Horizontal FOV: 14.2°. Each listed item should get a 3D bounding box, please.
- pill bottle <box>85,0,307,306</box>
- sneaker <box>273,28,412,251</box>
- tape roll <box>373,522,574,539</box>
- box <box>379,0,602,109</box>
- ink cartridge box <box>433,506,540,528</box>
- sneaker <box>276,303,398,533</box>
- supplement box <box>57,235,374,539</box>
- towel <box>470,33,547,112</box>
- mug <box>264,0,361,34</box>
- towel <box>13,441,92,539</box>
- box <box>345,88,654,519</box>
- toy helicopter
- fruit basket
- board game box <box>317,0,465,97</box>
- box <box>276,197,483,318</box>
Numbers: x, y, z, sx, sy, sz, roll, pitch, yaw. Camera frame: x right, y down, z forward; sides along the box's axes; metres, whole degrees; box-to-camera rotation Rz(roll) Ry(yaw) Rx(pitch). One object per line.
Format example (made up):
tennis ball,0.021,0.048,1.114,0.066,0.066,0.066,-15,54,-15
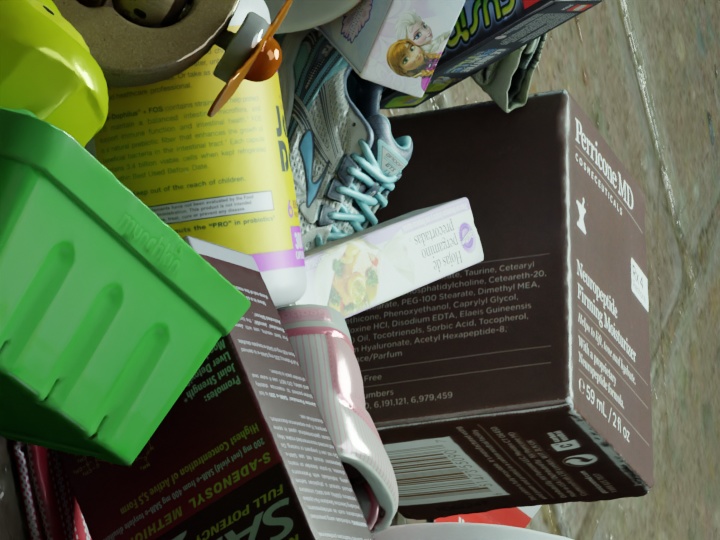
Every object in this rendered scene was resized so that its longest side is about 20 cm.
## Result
pill bottle,-0.089,-0.076,1.425,0.104,0.104,0.200,-9,91,-69
sneaker,-0.018,-0.052,1.626,0.078,0.086,0.200,43,43,-58
tape roll,0.058,0.206,1.569,0.202,0.202,0.071,51,37,-53
box,0.059,-0.172,1.631,0.035,0.200,0.110,-4,77,-32
ink cartridge box,0.093,0.125,1.905,0.161,0.050,0.200,40,44,-60
sneaker,-0.025,0.112,1.489,0.200,0.075,0.105,91,-13,-57
supplement box,-0.068,0.098,1.315,0.061,0.109,0.200,17,44,-59
towel,0.059,-0.219,1.678,0.035,0.200,0.193,-5,125,-36
mug,-0.029,-0.249,1.561,0.133,0.177,0.200,55,29,-43
towel,-0.107,0.126,1.422,0.200,0.022,0.145,-24,104,-68
box,0.073,0.025,1.722,0.166,0.164,0.200,44,43,-58
toy helicopter,-0.060,-0.146,1.349,0.132,0.200,0.079,53,-28,13
fruit basket,-0.145,-0.042,1.238,0.216,0.155,0.216,-29,124,-56
board game box,0.027,-0.220,1.589,0.200,0.041,0.200,-66,-156,15
box,0.000,0.000,1.555,0.200,0.041,0.039,-22,97,-58
